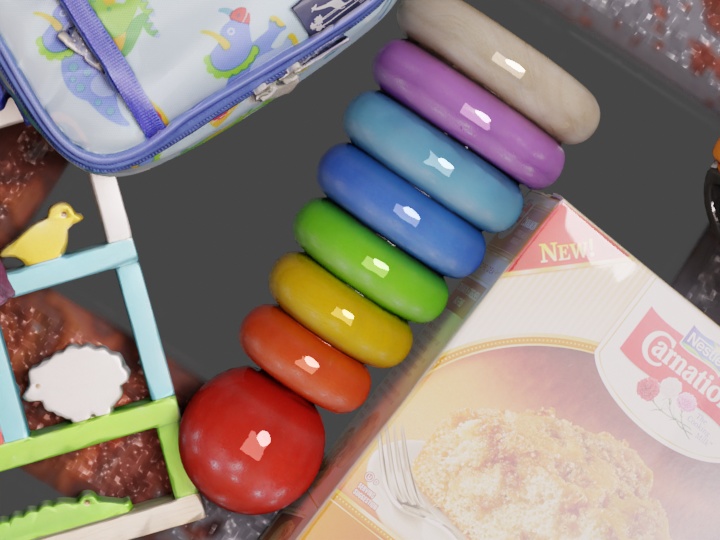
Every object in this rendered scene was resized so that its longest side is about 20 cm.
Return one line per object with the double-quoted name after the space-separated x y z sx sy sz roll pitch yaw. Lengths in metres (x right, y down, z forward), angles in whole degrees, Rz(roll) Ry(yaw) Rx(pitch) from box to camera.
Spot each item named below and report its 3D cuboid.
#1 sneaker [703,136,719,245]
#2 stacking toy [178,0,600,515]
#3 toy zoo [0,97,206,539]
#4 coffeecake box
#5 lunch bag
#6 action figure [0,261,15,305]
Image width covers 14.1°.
0.209 0.023 1.042 0.092 0.076 0.201 -19 77 -35 "sneaker"
0.000 0.000 1.057 0.085 0.085 0.201 34 92 -8 "stacking toy"
-0.144 0.012 1.074 0.130 0.020 0.201 -16 96 -4 "toy zoo"
0.066 0.096 1.078 0.153 0.073 0.200 38 90 -8 "coffeecake box"
-0.087 -0.142 1.029 0.160 0.082 0.201 -31 90 -2 "lunch bag"
-0.177 -0.062 0.992 0.133 0.149 0.202 -8 91 -13 "action figure"
